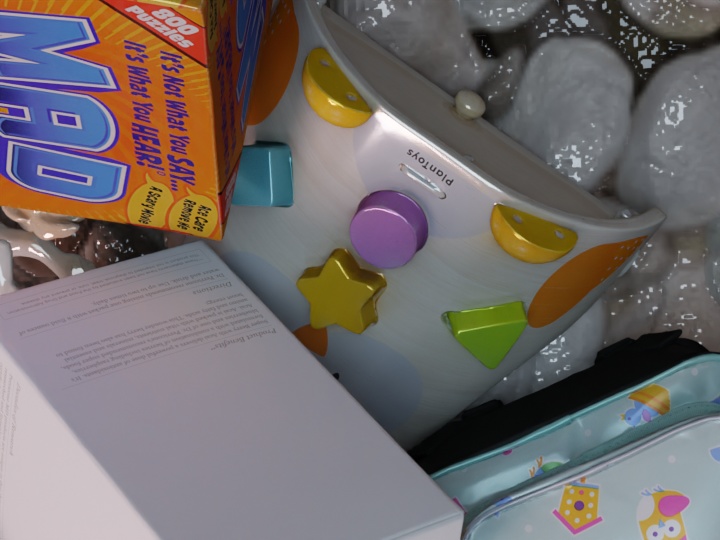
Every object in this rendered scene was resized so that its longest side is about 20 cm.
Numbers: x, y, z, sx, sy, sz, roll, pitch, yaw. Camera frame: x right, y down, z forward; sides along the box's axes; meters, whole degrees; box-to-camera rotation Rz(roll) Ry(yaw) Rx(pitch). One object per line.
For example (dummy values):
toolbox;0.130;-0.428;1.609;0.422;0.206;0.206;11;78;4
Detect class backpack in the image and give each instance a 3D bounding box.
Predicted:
backpack;0.124;0.148;1.050;0.175;0.153;0.201;-24;100;-3

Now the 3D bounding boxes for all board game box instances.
board game box;-0.135;-0.156;0.967;0.198;0.200;0.201;9;67;2

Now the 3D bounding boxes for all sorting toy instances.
sorting toy;0.000;0.000;1.080;0.199;0.107;0.180;35;117;-1

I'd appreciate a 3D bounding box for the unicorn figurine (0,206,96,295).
unicorn figurine;-0.211;0.023;1.102;0.137;0.074;0.200;37;84;8

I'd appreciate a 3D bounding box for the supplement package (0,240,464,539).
supplement package;-0.068;0.101;1.005;0.121;0.200;0.120;-16;132;-31
